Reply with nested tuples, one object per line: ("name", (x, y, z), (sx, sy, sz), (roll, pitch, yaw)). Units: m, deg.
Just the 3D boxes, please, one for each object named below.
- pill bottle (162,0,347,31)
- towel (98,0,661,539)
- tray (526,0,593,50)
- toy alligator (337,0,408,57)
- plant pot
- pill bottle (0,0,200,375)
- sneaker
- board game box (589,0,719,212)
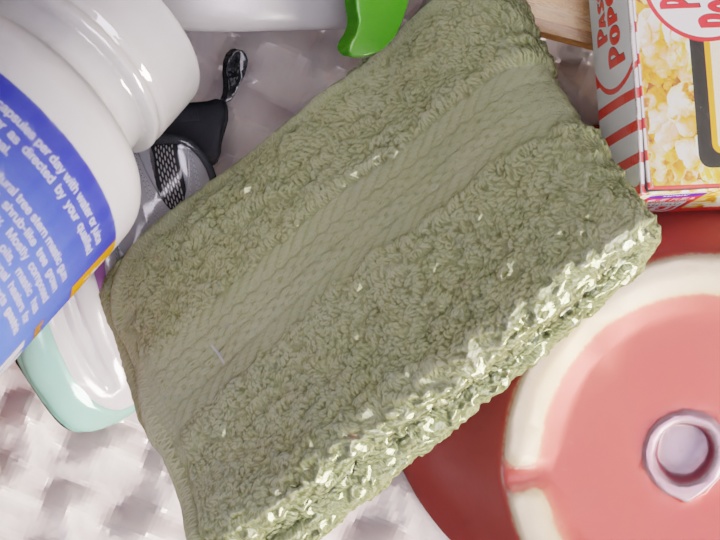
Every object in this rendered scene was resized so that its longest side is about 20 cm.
("pill bottle", (-0.047, -0.191, 1.069), (0.110, 0.111, 0.201), (1, 98, -5))
("towel", (0.000, 0.000, 1.017), (0.200, 0.149, 0.036), (-37, 144, 13))
("tray", (0.140, -0.089, 1.105), (0.199, 0.099, 0.037), (13, 97, -6))
("toy alligator", (0.037, -0.168, 1.021), (0.054, 0.059, 0.200), (36, 85, -20))
("plant pot", (0.110, 0.051, 1.084), (0.199, 0.177, 0.201), (-1, 98, -4))
("pill bottle", (-0.146, -0.021, 0.994), (0.112, 0.112, 0.200), (45, 66, -9))
("sneaker", (-0.108, -0.053, 1.107), (0.140, 0.078, 0.200), (-35, 108, -1))
("board game box", (0.181, -0.101, 1.032), (0.199, 0.046, 0.152), (-2, 82, -13))
